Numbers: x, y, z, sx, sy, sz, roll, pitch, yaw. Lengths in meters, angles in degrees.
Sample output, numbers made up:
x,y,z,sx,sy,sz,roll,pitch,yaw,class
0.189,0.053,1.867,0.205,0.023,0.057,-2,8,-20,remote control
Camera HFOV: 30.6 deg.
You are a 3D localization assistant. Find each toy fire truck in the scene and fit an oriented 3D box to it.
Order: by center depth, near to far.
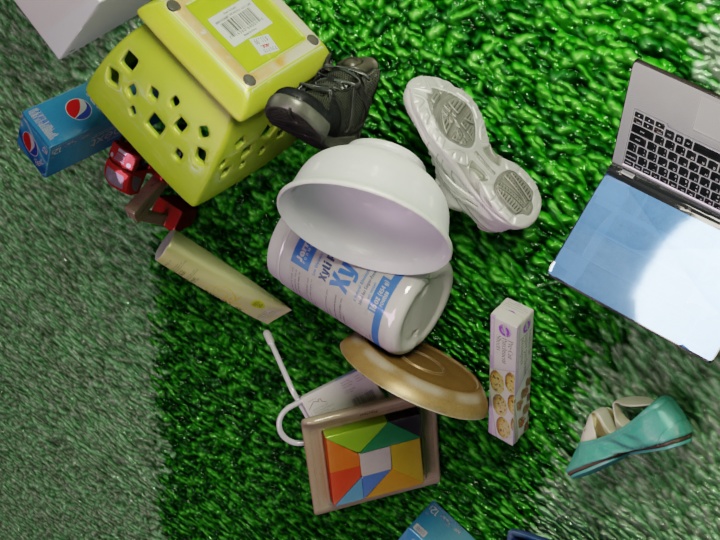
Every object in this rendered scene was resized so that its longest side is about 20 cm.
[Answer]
x,y,z,sx,sy,sz,roll,pitch,yaw,class
-0.280,-0.114,1.779,0.049,0.199,0.142,32,113,20,toy fire truck

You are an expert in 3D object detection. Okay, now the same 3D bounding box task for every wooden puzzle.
x,y,z,sx,sy,sz,roll,pitch,yaw,class
0.019,0.248,1.764,0.037,0.183,0.201,-114,14,-47,wooden puzzle

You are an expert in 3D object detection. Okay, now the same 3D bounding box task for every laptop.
x,y,z,sx,sy,sz,roll,pitch,yaw,class
0.295,-0.057,1.237,0.186,0.116,0.201,30,140,25,laptop

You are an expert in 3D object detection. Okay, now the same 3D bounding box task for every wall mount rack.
x,y,z,sx,sy,sz,roll,pitch,yaw,class
-0.036,0.137,1.751,0.175,0.198,0.075,61,-176,-19,wall mount rack

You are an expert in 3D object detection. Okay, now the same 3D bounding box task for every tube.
x,y,z,sx,sy,sz,roll,pitch,yaw,class
-0.193,0.015,1.850,0.199,0.052,0.058,33,-170,-20,tube

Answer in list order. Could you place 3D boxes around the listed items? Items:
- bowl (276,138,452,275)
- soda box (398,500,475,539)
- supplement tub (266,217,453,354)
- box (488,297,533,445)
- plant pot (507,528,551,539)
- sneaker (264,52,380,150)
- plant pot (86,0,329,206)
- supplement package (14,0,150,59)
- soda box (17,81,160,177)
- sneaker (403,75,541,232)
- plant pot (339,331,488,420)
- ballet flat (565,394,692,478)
x,y,z,sx,sy,sz,roll,pitch,yaw,class
0.015,-0.081,1.440,0.199,0.091,0.201,16,158,7,bowl
0.148,0.427,1.871,0.200,0.064,0.068,43,144,10,soda box
0.000,0.000,1.591,0.199,0.132,0.133,30,140,23,supplement tub
0.180,0.124,1.587,0.041,0.039,0.202,25,138,29,box
0.227,0.453,1.687,0.199,0.179,0.202,13,112,39,plant pot
-0.039,-0.194,1.439,0.076,0.199,0.115,20,92,21,sneaker
-0.165,-0.229,1.515,0.199,0.200,0.182,46,138,5,plant pot
-0.346,-0.398,1.588,0.201,0.150,0.151,53,143,-4,supplement package
-0.339,-0.200,1.699,0.064,0.199,0.068,49,146,13,soda box
0.102,-0.116,1.428,0.201,0.078,0.099,54,148,-4,sneaker
0.070,0.119,1.602,0.199,0.199,0.028,30,105,25,plant pot
0.299,0.184,1.505,0.200,0.067,0.071,-34,71,54,ballet flat
